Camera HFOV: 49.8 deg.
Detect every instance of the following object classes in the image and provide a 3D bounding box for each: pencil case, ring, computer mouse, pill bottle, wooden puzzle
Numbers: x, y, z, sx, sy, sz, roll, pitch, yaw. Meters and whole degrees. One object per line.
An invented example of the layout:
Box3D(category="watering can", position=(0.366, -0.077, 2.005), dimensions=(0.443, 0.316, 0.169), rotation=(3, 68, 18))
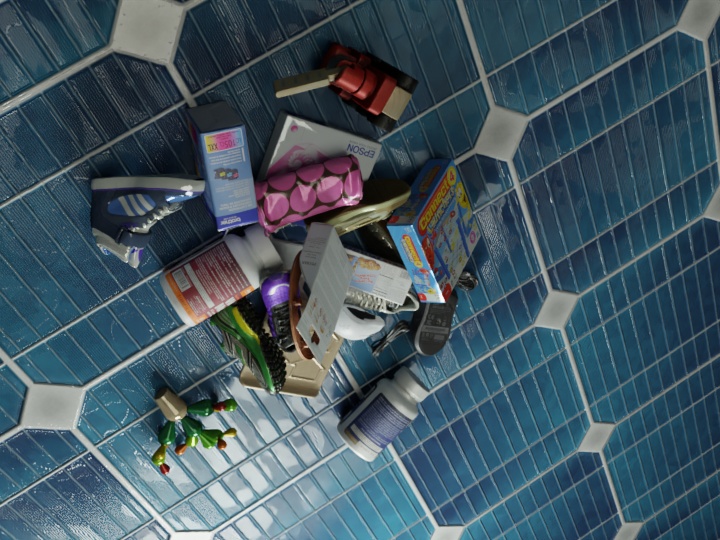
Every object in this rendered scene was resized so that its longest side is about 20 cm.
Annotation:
Box3D(category="pencil case", position=(-0.089, -0.131, 1.336), dimensions=(0.200, 0.091, 0.094), rotation=(-20, 90, -11))
Box3D(category="ring", position=(-0.090, 0.061, 1.393), dimensions=(0.019, 0.201, 0.201), rotation=(-3, 124, 13))
Box3D(category="computer mouse", position=(0.161, 0.084, 1.650), dimensions=(0.138, 0.053, 0.200), rotation=(14, 99, -32))
Box3D(category="computer mouse", position=(0.008, 0.120, 1.538), dimensions=(0.110, 0.044, 0.200), rotation=(-36, 142, 28))
Box3D(category="pill bottle", position=(-0.243, 0.004, 1.371), dimensions=(0.200, 0.110, 0.110), rotation=(-31, 126, -7))
Box3D(category="pill bottle", position=(0.053, 0.306, 1.680), dimensions=(0.200, 0.111, 0.111), rotation=(-46, 126, 5))
Box3D(category="wooden puzzle", position=(-0.132, 0.149, 1.548), dimensions=(0.185, 0.046, 0.200), rotation=(15, 105, -32))

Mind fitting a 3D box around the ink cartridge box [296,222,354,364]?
Box3D(category="ink cartridge box", position=(-0.075, 0.042, 1.358), dimensions=(0.160, 0.047, 0.200), rotation=(67, 37, -57))

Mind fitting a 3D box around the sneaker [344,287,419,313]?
Box3D(category="sneaker", position=(0.021, 0.049, 1.541), dimensions=(0.200, 0.081, 0.077), rotation=(0, 119, -24))

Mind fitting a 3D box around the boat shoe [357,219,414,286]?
Box3D(category="boat shoe", position=(0.070, -0.055, 1.519), dimensions=(0.200, 0.076, 0.074), rotation=(49, 63, -28))

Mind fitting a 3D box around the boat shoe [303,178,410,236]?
Box3D(category="boat shoe", position=(-0.002, -0.106, 1.404), dimensions=(0.200, 0.073, 0.063), rotation=(-24, 135, -7))

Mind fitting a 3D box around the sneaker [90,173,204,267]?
Box3D(category="sneaker", position=(-0.339, -0.079, 1.243), dimensions=(0.200, 0.081, 0.147), rotation=(1, 101, 13))

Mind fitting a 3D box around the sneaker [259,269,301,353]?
Box3D(category="sneaker", position=(-0.130, 0.081, 1.383), dimensions=(0.069, 0.100, 0.200), rotation=(-17, 148, -11))

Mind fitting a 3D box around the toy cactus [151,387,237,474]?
Box3D(category="toy cactus", position=(-0.342, 0.301, 1.511), dimensions=(0.200, 0.102, 0.165), rotation=(-32, 117, 4))

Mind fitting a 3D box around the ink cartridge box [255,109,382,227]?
Box3D(category="ink cartridge box", position=(-0.084, -0.166, 1.395), dimensions=(0.196, 0.043, 0.200), rotation=(11, 110, -30))

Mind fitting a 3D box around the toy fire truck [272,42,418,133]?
Box3D(category="toy fire truck", position=(-0.038, -0.308, 1.253), dimensions=(0.200, 0.176, 0.129), rotation=(22, 107, -33))

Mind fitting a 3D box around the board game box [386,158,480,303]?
Box3D(category="board game box", position=(0.146, -0.076, 1.479), dimensions=(0.200, 0.056, 0.196), rotation=(-58, 136, -35))

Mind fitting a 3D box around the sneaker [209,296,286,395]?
Box3D(category="sneaker", position=(-0.208, 0.147, 1.458), dimensions=(0.085, 0.078, 0.200), rotation=(-31, 89, 19))

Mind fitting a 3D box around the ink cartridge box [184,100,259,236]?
Box3D(category="ink cartridge box", position=(-0.225, -0.158, 1.271), dimensions=(0.076, 0.136, 0.200), rotation=(-16, 122, -15))

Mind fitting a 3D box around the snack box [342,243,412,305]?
Box3D(category="snack box", position=(0.000, 0.000, 1.485), dimensions=(0.200, 0.024, 0.072), rotation=(20, 110, -5))
